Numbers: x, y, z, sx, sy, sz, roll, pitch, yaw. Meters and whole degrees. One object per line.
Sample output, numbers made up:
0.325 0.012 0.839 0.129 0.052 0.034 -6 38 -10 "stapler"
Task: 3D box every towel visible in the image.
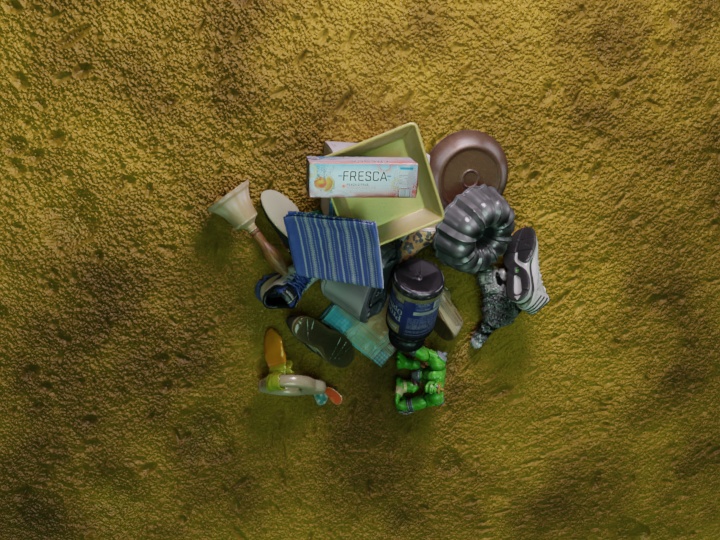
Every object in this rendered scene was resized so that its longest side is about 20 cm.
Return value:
0.025 0.117 1.546 0.200 0.022 0.147 40 98 -21 "towel"
-0.053 -0.038 1.290 0.198 0.024 0.146 8 123 27 "towel"

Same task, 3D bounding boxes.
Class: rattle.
-0.135 0.230 1.552 0.198 0.144 0.130 9 141 -29 "rattle"

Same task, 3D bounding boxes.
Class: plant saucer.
0.234 -0.202 1.465 0.198 0.037 0.203 -3 109 -10 "plant saucer"
0.039 -0.157 1.279 0.198 0.049 0.202 -21 111 -1 "plant saucer"

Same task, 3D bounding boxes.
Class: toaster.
0.000 0.000 1.421 0.128 0.113 0.202 27 117 18 "toaster"

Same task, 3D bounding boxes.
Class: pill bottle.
0.113 0.081 1.456 0.110 0.113 0.201 -2 135 -10 "pill bottle"

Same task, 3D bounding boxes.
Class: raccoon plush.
0.283 0.080 1.549 0.133 0.097 0.201 34 101 -12 "raccoon plush"

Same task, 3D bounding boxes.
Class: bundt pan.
0.256 -0.078 1.448 0.200 0.076 0.204 -22 131 -27 "bundt pan"

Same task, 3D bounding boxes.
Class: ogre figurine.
0.142 0.249 1.581 0.118 0.098 0.203 2 95 6 "ogre figurine"

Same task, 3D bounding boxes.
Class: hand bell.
-0.211 -0.072 1.369 0.104 0.104 0.201 -35 101 3 "hand bell"

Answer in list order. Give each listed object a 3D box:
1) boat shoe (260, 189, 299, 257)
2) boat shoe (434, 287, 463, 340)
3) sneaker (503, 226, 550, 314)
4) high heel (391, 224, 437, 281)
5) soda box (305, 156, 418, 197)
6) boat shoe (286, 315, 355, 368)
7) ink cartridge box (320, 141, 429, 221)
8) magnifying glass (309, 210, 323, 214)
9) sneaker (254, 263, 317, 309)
-0.144 -0.080 1.391 0.073 0.063 0.202 -34 78 -38 "boat shoe"
0.171 0.066 1.539 0.065 0.071 0.201 -44 115 -31 "boat shoe"
0.378 0.008 1.517 0.075 0.202 0.115 -11 142 35 "sneaker"
0.121 -0.036 1.488 0.197 0.072 0.144 -5 115 -4 "high heel"
0.002 -0.168 1.207 0.197 0.068 0.064 0 109 -10 "soda box"
-0.089 0.152 1.515 0.201 0.066 0.072 39 83 -40 "boat shoe"
0.026 -0.177 1.374 0.197 0.145 0.149 1 108 -11 "ink cartridge box"
-0.019 -0.113 1.435 0.198 0.080 0.023 0 106 -22 "magnifying glass"
-0.133 0.026 1.433 0.198 0.115 0.081 -34 113 2 "sneaker"
